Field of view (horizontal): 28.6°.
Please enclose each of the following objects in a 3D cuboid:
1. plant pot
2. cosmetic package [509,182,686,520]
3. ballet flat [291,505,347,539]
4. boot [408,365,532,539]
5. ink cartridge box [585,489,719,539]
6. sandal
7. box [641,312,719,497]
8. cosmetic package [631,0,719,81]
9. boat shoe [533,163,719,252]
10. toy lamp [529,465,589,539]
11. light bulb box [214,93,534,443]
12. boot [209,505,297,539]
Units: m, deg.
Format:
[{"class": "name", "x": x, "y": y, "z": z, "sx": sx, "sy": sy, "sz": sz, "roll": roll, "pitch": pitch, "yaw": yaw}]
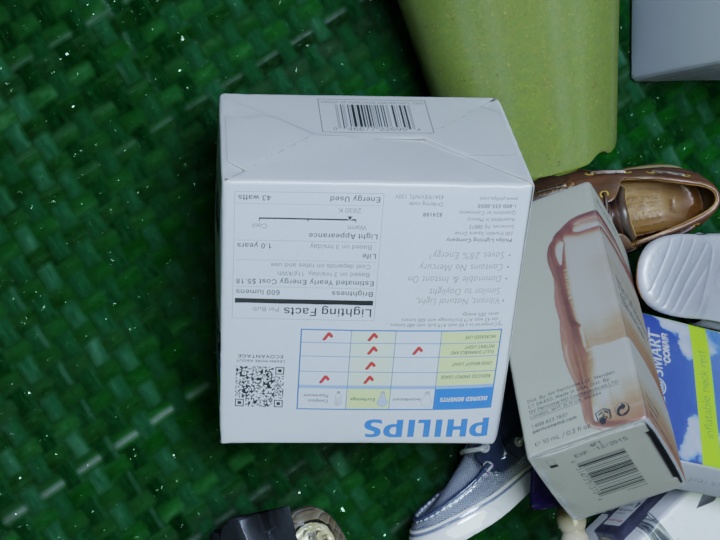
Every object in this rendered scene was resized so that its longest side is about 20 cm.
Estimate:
[{"class": "plant pot", "x": 0.110, "y": -0.170, "z": 1.011, "sx": 0.198, "sy": 0.200, "sz": 0.193, "roll": -16, "pitch": 109, "yaw": -15}, {"class": "cosmetic package", "x": 0.154, "y": 0.054, "z": 0.982, "sx": 0.086, "sy": 0.202, "sz": 0.104, "roll": -21, "pitch": 140, "yaw": 17}, {"class": "ballet flat", "x": -0.024, "y": 0.276, "z": 1.044, "sx": 0.066, "sy": 0.046, "sz": 0.203, "roll": -8, "pitch": 94, "yaw": -16}, {"class": "boot", "x": 0.100, "y": 0.124, "z": 1.070, "sx": 0.199, "sy": 0.073, "sz": 0.091, "roll": -34, "pitch": 96, "yaw": -22}, {"class": "ink cartridge box", "x": 0.258, "y": 0.236, "z": 1.105, "sx": 0.200, "sy": 0.084, "sz": 0.145, "roll": -40, "pitch": 101, "yaw": -12}, {"class": "sandal", "x": 0.266, "y": 0.004, "z": 1.101, "sx": 0.205, "sy": 0.059, "sz": 0.080, "roll": 10, "pitch": 87, "yaw": -41}, {"class": "box", "x": 0.262, "y": 0.105, "z": 1.041, "sx": 0.197, "sy": 0.048, "sz": 0.123, "roll": 13, "pitch": 54, "yaw": -14}, {"class": "cosmetic package", "x": 0.332, "y": -0.208, "z": 1.053, "sx": 0.197, "sy": 0.199, "sz": 0.125, "roll": -3, "pitch": 93, "yaw": -16}, {"class": "boat shoe", "x": 0.183, "y": -0.045, "z": 1.083, "sx": 0.197, "sy": 0.067, "sz": 0.073, "roll": -11, "pitch": 95, "yaw": -16}, {"class": "toy lamp", "x": 0.156, "y": 0.220, "z": 1.010, "sx": 0.057, "sy": 0.058, "sz": 0.203, "roll": -4, "pitch": 80, "yaw": -16}, {"class": "light bulb box", "x": 0.000, "y": 0.000, "z": 0.947, "sx": 0.195, "sy": 0.125, "sz": 0.202, "roll": 1, "pitch": 122, "yaw": -6}, {"class": "boot", "x": -0.069, "y": 0.281, "z": 1.008, "sx": 0.065, "sy": 0.164, "sz": 0.202, "roll": -14, "pitch": 77, "yaw": -40}]
